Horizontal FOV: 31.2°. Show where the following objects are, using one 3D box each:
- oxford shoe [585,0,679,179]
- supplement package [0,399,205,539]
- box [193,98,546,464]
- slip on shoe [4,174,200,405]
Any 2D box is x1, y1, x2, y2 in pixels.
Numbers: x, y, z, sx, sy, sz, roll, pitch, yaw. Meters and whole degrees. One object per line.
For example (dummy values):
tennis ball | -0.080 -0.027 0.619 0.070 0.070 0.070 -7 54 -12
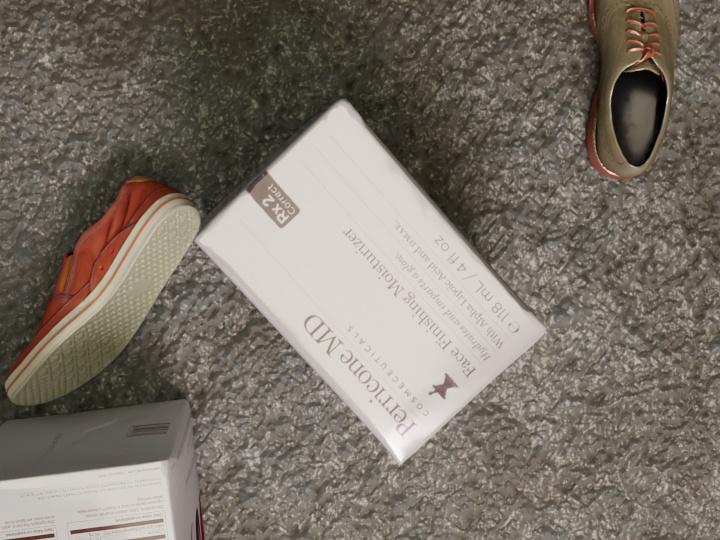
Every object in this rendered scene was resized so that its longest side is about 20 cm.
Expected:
oxford shoe | 0.208 -0.168 0.945 0.070 0.075 0.203 -1 96 -3
supplement package | -0.184 0.214 0.897 0.145 0.191 0.203 -6 97 -3
box | 0.000 0.000 0.885 0.131 0.200 0.199 -43 97 0
slip on shoe | -0.196 0.016 0.947 0.061 0.074 0.201 41 99 28
